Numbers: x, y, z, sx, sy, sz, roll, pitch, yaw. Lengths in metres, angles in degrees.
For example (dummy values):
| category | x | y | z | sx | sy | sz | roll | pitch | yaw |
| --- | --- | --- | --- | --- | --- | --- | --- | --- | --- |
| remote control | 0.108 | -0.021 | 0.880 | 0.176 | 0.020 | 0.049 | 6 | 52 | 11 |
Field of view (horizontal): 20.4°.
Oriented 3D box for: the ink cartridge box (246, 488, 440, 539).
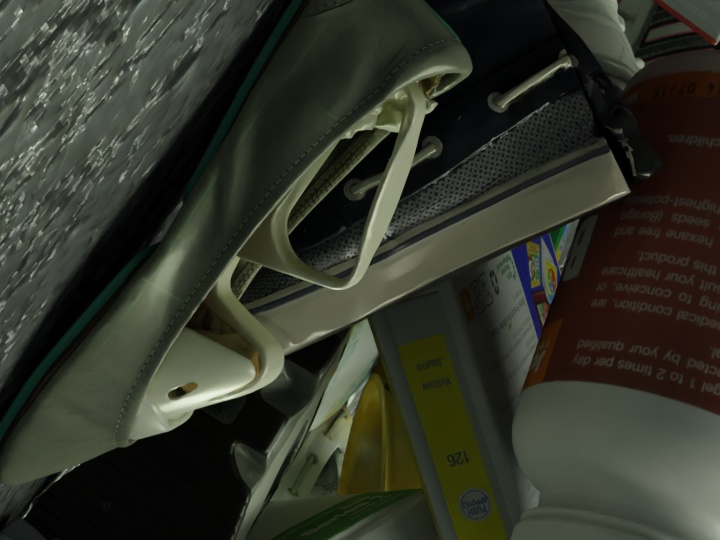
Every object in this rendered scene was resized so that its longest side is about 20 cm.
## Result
| category | x | y | z | sx | sy | sz | roll | pitch | yaw |
| --- | --- | --- | --- | --- | --- | --- | --- | --- | --- |
| ink cartridge box | -0.030 | 0.175 | 0.837 | 0.084 | 0.147 | 0.200 | -26 | -173 | -34 |

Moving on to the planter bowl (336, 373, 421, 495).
| category | x | y | z | sx | sy | sz | roll | pitch | yaw |
| --- | --- | --- | --- | --- | --- | --- | --- | --- | --- |
| planter bowl | 0.033 | 0.156 | 0.986 | 0.200 | 0.083 | 0.202 | -172 | -90 | -85 |

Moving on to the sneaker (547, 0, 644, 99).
| category | x | y | z | sx | sy | sz | roll | pitch | yaw |
| --- | --- | --- | --- | --- | --- | --- | --- | --- | --- |
| sneaker | 0.076 | -0.089 | 0.825 | 0.075 | 0.087 | 0.200 | -58 | 173 | 26 |

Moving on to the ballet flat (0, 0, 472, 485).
| category | x | y | z | sx | sy | sz | roll | pitch | yaw |
| --- | --- | --- | --- | --- | --- | --- | --- | --- | --- |
| ballet flat | -0.038 | 0.000 | 0.609 | 0.200 | 0.064 | 0.067 | -54 | 173 | 10 |

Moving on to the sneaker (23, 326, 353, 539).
| category | x | y | z | sx | sy | sz | roll | pitch | yaw |
| --- | --- | --- | --- | --- | --- | --- | --- | --- | --- |
| sneaker | -0.062 | 0.076 | 0.777 | 0.200 | 0.074 | 0.089 | -52 | 171 | -3 |

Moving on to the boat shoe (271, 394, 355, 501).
| category | x | y | z | sx | sy | sz | roll | pitch | yaw |
| --- | --- | --- | --- | --- | --- | --- | --- | --- | --- |
| boat shoe | -0.037 | 0.105 | 1.105 | 0.074 | 0.067 | 0.200 | -56 | 172 | 26 |

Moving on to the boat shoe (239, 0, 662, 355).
| category | x | y | z | sx | sy | sz | roll | pitch | yaw |
| --- | --- | --- | --- | --- | --- | --- | --- | --- | --- |
| boat shoe | -0.005 | -0.032 | 0.689 | 0.199 | 0.093 | 0.075 | -25 | 178 | 1 |

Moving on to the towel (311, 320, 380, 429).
| category | x | y | z | sx | sy | sz | roll | pitch | yaw |
| --- | --- | --- | --- | --- | --- | --- | --- | --- | --- |
| towel | 0.000 | 0.000 | 0.933 | 0.200 | 0.048 | 0.171 | -54 | 170 | 6 |

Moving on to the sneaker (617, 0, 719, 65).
| category | x | y | z | sx | sy | sz | roll | pitch | yaw |
| --- | --- | --- | --- | --- | --- | --- | --- | --- | --- |
| sneaker | 0.162 | -0.107 | 0.972 | 0.200 | 0.087 | 0.074 | -56 | 172 | -7 |

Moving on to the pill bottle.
| category | x | y | z | sx | sy | sz | roll | pitch | yaw |
| --- | --- | --- | --- | --- | --- | --- | --- | --- | --- |
| pill bottle | 0.120 | 0.032 | 0.719 | 0.112 | 0.112 | 0.201 | 106 | 5 | -71 |

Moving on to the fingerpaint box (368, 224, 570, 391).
| category | x | y | z | sx | sy | sz | roll | pitch | yaw |
| --- | --- | --- | --- | --- | --- | --- | --- | --- | --- |
| fingerpaint box | 0.064 | 0.015 | 1.125 | 0.200 | 0.073 | 0.168 | 94 | 17 | -76 |

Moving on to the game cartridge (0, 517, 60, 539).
| category | x | y | z | sx | sy | sz | roll | pitch | yaw |
| --- | --- | --- | --- | --- | --- | --- | --- | --- | --- |
| game cartridge | -0.127 | 0.187 | 0.659 | 0.200 | 0.133 | 0.041 | -46 | 169 | -42 |

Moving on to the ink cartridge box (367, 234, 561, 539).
| category | x | y | z | sx | sy | sz | roll | pitch | yaw |
| --- | --- | --- | --- | --- | --- | --- | --- | --- | --- |
| ink cartridge box | 0.069 | 0.078 | 0.829 | 0.047 | 0.201 | 0.198 | -14 | -174 | 16 |

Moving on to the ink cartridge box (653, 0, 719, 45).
| category | x | y | z | sx | sy | sz | roll | pitch | yaw |
| --- | --- | --- | --- | --- | --- | --- | --- | --- | --- |
| ink cartridge box | 0.117 | -0.142 | 0.730 | 0.200 | 0.109 | 0.050 | -46 | 170 | -43 |
